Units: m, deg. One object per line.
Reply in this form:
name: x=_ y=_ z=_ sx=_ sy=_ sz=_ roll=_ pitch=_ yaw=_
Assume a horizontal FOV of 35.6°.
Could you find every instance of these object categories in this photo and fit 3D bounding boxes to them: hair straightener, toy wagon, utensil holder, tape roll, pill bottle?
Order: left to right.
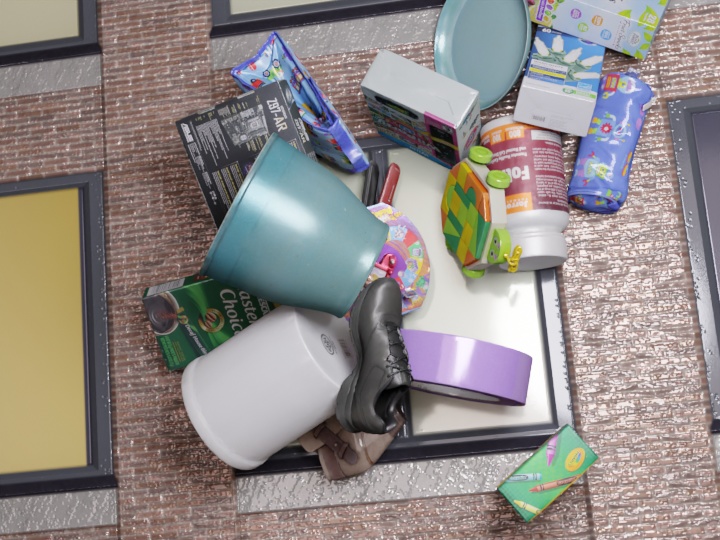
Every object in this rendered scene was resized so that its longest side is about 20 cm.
utensil holder: x=-0.111 y=0.145 z=1.502 sx=0.200 sy=0.170 sz=0.170 roll=-35 pitch=75 yaw=23
hair straightener: x=-0.002 y=-0.065 z=1.634 sx=0.077 sy=0.041 sz=0.201 roll=12 pitch=86 yaw=25
tape roll: x=0.125 y=0.130 z=1.487 sx=0.199 sy=0.200 sz=0.066 roll=9 pitch=79 yaw=9
toy wagon: x=0.163 y=-0.067 z=1.523 sx=0.039 sy=0.156 sz=0.200 roll=0 pitch=33 yaw=-19
pill bottle: x=0.230 y=-0.107 z=1.564 sx=0.114 sy=0.114 sz=0.201 roll=-6 pitch=77 yaw=7

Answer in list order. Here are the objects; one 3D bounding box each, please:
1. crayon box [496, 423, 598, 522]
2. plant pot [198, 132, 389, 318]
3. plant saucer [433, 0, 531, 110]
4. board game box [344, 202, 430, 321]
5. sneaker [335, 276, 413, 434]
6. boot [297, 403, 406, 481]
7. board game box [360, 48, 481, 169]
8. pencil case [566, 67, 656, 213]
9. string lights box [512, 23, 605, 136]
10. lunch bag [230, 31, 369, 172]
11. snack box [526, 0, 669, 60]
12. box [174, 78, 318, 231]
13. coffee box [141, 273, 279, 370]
crayon box: x=0.237 y=0.262 z=1.446 sx=0.119 sy=0.200 sz=0.058 roll=-42 pitch=78 yaw=-2
plant pot: x=-0.073 y=-0.040 z=1.407 sx=0.187 sy=0.200 sz=0.201 roll=28 pitch=83 yaw=-5
plant saucer: x=0.178 y=-0.328 z=1.603 sx=0.027 sy=0.200 sz=0.201 roll=0 pitch=74 yaw=-36
board game box: x=0.000 y=0.000 z=1.539 sx=0.199 sy=0.039 sz=0.159 roll=-17 pitch=96 yaw=-6
sneaker: x=0.031 y=0.109 z=1.398 sx=0.091 sy=0.076 sz=0.201 roll=7 pitch=90 yaw=50
boot: x=-0.032 y=0.187 z=1.571 sx=0.146 sy=0.070 sz=0.200 roll=-35 pitch=65 yaw=11
board game box: x=0.089 y=-0.218 z=1.562 sx=0.147 sy=0.200 sz=0.064 roll=28 pitch=84 yaw=13
pencil case: x=0.355 y=-0.180 z=1.580 sx=0.087 sy=0.078 sz=0.201 roll=13 pitch=81 yaw=33
string lights box: x=0.280 y=-0.272 z=1.560 sx=0.102 sy=0.059 sz=0.200 roll=14 pitch=42 yaw=6
lunch bag: x=-0.071 y=-0.217 z=1.591 sx=0.094 sy=0.151 sz=0.200 roll=-43 pitch=66 yaw=-2
snack box: x=0.341 y=-0.405 z=1.601 sx=0.199 sy=0.068 sz=0.169 roll=22 pitch=55 yaw=10
box: x=-0.140 y=-0.137 z=1.513 sx=0.160 sy=0.044 sz=0.201 roll=-19 pitch=98 yaw=16
coffee box: x=-0.198 y=0.058 z=1.599 sx=0.199 sy=0.044 sz=0.123 roll=-15 pitch=109 yaw=4
